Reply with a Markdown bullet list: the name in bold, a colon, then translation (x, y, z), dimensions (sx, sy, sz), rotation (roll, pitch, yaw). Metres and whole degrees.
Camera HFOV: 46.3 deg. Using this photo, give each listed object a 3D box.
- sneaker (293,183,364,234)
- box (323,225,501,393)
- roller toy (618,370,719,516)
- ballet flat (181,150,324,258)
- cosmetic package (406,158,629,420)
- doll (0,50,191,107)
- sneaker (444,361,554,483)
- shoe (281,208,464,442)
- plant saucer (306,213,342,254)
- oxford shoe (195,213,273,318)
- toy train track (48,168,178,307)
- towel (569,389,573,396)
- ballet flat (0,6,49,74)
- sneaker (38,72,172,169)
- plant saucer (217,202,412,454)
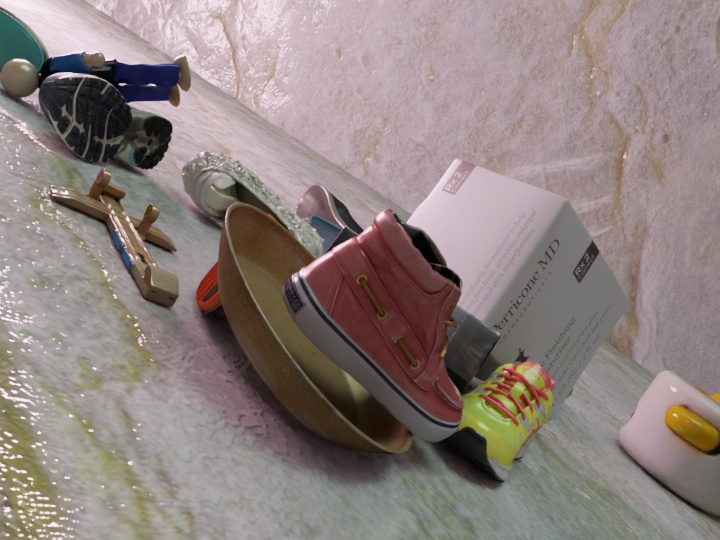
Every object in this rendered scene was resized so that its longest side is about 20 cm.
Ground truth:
- **sneaker**: translation (-0.020, -0.035, 1.134), dimensions (0.106, 0.075, 0.201), rotation (32, 17, -38)
- **box**: translation (0.041, 0.047, 0.765), dimensions (0.157, 0.049, 0.200), rotation (34, -9, 11)
- **roller toy**: translation (0.465, 0.231, 1.168), dimensions (0.198, 0.141, 0.183), rotation (29, 9, -17)
- **ballet flat**: translation (-0.124, -0.067, 0.906), dimensions (0.199, 0.072, 0.072), rotation (34, 9, 15)
- **cosmetic package**: translation (0.151, 0.021, 0.898), dimensions (0.164, 0.166, 0.200), rotation (28, -11, 46)
- **doll**: translation (-0.295, -0.207, 0.937), dimensions (0.197, 0.136, 0.049), rotation (-7, 75, -34)
- **sneaker**: translation (0.124, 0.117, 0.729), dimensions (0.078, 0.091, 0.200), rotation (37, 11, 16)
- **shoe**: translation (0.040, 0.042, 0.568), dimensions (0.200, 0.091, 0.072), rotation (44, 14, -41)
- **plant saucer**: translation (0.000, 0.000, 1.019), dimensions (0.198, 0.071, 0.019), rotation (26, -17, -40)
- **oxford shoe**: translation (-0.079, 0.005, 0.692), dimensions (0.073, 0.071, 0.200), rotation (45, 14, -7)
- **toy train track**: translation (-0.177, -0.035, 0.662), dimensions (0.114, 0.033, 0.200), rotation (26, 12, -37)
- **towel**: translation (0.189, 0.106, 1.172), dimensions (0.199, 0.048, 0.171), rotation (25, 15, -45)
- **ballet flat**: translation (-0.439, -0.276, 0.947), dimensions (0.198, 0.070, 0.070), rotation (31, 9, -12)
- **sneaker**: translation (-0.280, -0.155, 0.873), dimensions (0.085, 0.079, 0.200), rotation (23, -1, 16)
- **plant saucer**: translation (-0.037, 0.045, 0.571), dimensions (0.201, 0.035, 0.201), rotation (51, 12, -15)
